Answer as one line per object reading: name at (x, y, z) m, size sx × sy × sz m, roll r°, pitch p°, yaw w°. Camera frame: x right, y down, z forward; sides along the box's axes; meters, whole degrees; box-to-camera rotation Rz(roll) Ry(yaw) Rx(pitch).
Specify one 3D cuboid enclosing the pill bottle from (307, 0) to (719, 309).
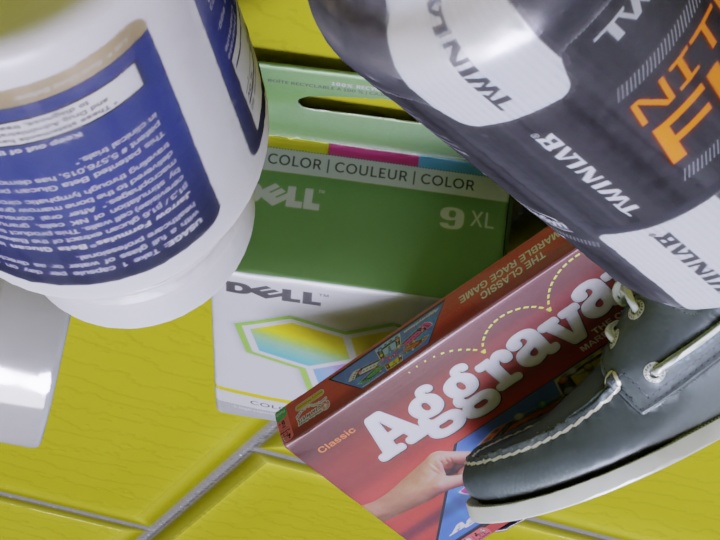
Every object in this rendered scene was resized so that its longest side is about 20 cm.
pill bottle at (0.055, -0.074, 0.626) m, size 0.106 × 0.107 × 0.200 m, roll -10°, pitch 150°, yaw 36°

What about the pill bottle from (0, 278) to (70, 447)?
pill bottle at (-0.206, -0.001, 0.861) m, size 0.199 × 0.115 × 0.114 m, roll 12°, pitch 156°, yaw -8°

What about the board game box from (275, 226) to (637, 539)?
board game box at (0.078, 0.026, 0.821) m, size 0.200 × 0.020 × 0.103 m, roll -35°, pitch 133°, yaw 16°

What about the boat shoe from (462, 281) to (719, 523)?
boat shoe at (0.114, 0.022, 0.788) m, size 0.199 × 0.062 × 0.073 m, roll -28°, pitch -178°, yaw 19°

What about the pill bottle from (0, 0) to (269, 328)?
pill bottle at (-0.088, -0.059, 0.699) m, size 0.110 × 0.112 × 0.200 m, roll 4°, pitch 155°, yaw 10°

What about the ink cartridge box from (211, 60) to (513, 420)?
ink cartridge box at (0.000, 0.000, 0.866) m, size 0.103 × 0.060 × 0.200 m, roll 8°, pitch 156°, yaw 0°

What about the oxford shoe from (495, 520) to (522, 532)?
oxford shoe at (0.103, 0.045, 0.910) m, size 0.071 × 0.073 × 0.200 m, roll 18°, pitch 148°, yaw -20°
